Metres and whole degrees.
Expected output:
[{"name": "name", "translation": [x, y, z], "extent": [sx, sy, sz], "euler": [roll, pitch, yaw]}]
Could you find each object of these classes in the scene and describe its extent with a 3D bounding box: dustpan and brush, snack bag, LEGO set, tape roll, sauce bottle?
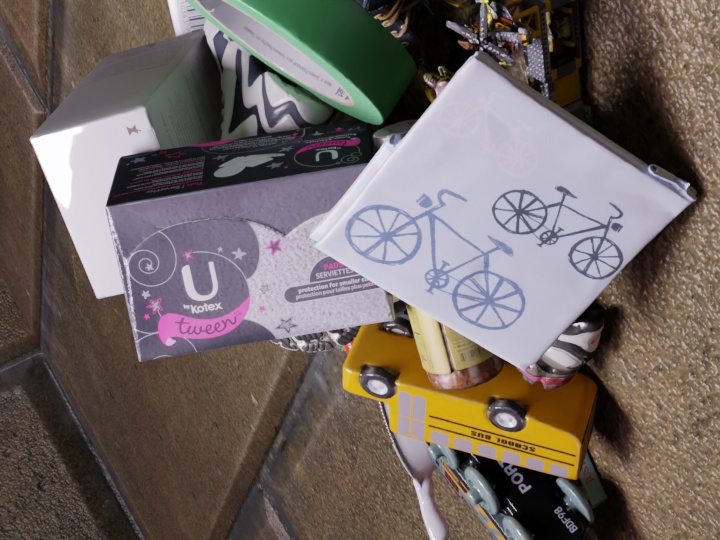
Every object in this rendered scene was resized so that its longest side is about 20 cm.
[{"name": "dustpan and brush", "translation": [0.055, 0.168, 1.373], "extent": [0.201, 0.057, 0.139], "euler": [63, -168, 14]}, {"name": "snack bag", "translation": [0.092, -0.038, 0.986], "extent": [0.188, 0.021, 0.200], "euler": [30, 126, -14]}, {"name": "LEGO set", "translation": [0.079, -0.124, 1.029], "extent": [0.154, 0.115, 0.201], "euler": [42, 149, 42]}, {"name": "tape roll", "translation": [-0.053, -0.182, 1.078], "extent": [0.200, 0.048, 0.200], "euler": [35, 178, 1]}, {"name": "sauce bottle", "translation": [0.056, -0.012, 1.101], "extent": [0.066, 0.066, 0.202], "euler": [17, 126, 60]}]

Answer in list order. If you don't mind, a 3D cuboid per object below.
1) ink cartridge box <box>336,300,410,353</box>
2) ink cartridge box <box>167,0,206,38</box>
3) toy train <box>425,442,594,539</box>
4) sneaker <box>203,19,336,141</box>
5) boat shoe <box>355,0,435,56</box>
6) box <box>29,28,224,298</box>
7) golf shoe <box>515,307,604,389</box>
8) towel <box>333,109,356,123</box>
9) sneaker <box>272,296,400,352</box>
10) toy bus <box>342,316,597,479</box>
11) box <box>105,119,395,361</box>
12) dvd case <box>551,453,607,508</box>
[{"name": "ink cartridge box", "translation": [0.021, 0.030, 1.330], "extent": [0.200, 0.108, 0.051], "euler": [23, 136, 57]}, {"name": "ink cartridge box", "translation": [-0.129, -0.211, 1.421], "extent": [0.200, 0.043, 0.200], "euler": [-81, -19, -63]}, {"name": "toy train", "translation": [0.126, 0.184, 1.258], "extent": [0.200, 0.085, 0.114], "euler": [50, 166, 26]}, {"name": "sneaker", "translation": [-0.096, -0.131, 1.257], "extent": [0.199, 0.079, 0.130], "euler": [47, 123, 41]}, {"name": "boat shoe", "translation": [0.018, -0.206, 1.095], "extent": [0.090, 0.071, 0.200], "euler": [30, 176, -8]}, {"name": "box", "translation": [-0.176, -0.095, 1.261], "extent": [0.200, 0.105, 0.154], "euler": [-69, -36, -62]}, {"name": "golf shoe", "translation": [0.116, -0.009, 1.145], "extent": [0.200, 0.072, 0.092], "euler": [49, 142, 14]}, {"name": "towel", "translation": [-0.042, -0.075, 1.328], "extent": [0.030, 0.147, 0.200], "euler": [26, 150, -6]}, {"name": "sneaker", "translation": [0.000, 0.000, 1.254], "extent": [0.077, 0.199, 0.085], "euler": [61, -176, -22]}, {"name": "toy bus", "translation": [0.087, 0.101, 1.185], "extent": [0.198, 0.065, 0.079], "euler": [13, 139, 14]}, {"name": "box", "translation": [-0.080, -0.023, 1.116], "extent": [0.115, 0.198, 0.133], "euler": [-95, -4, -67]}, {"name": "dvd case", "translation": [0.134, 0.142, 1.316], "extent": [0.147, 0.022, 0.200], "euler": [65, 159, -2]}]
